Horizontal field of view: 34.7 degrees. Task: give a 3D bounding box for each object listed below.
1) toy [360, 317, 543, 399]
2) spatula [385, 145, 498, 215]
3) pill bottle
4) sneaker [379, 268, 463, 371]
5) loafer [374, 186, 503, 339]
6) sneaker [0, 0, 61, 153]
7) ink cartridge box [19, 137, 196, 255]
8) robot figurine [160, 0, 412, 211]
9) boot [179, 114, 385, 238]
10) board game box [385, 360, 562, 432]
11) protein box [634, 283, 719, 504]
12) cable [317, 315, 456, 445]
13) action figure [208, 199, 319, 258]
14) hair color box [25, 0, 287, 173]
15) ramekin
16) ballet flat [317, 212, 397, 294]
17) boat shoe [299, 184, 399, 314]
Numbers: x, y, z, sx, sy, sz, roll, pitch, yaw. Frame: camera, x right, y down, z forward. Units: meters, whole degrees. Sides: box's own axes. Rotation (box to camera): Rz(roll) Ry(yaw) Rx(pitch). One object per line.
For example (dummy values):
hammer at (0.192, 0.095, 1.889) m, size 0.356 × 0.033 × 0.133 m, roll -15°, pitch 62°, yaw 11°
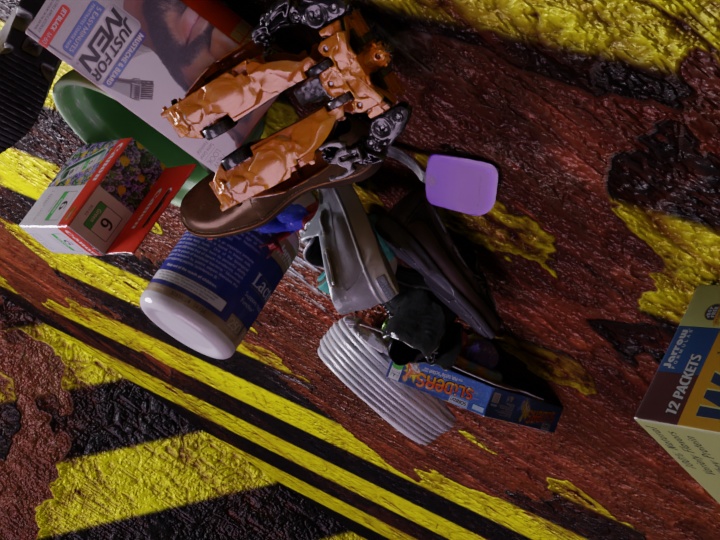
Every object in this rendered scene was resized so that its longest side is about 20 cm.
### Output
toy at (0.109, 0.088, 1.320) m, size 0.200 × 0.047 × 0.115 m, roll 19°, pitch 179°, yaw 39°
spatula at (0.033, -0.100, 1.028) m, size 0.200 × 0.021 × 0.057 m, roll 26°, pitch 134°, yaw 30°
pill bottle at (-0.137, -0.015, 1.236) m, size 0.116 × 0.200 × 0.116 m, roll 28°, pitch 162°, yaw 10°
sneaker at (0.051, 0.055, 1.261) m, size 0.060 × 0.104 × 0.200 m, roll 42°, pitch 159°, yaw -27°
loafer at (0.093, -0.004, 1.124) m, size 0.200 × 0.063 × 0.072 m, roll 44°, pitch 175°, yaw -39°
sneaker at (-0.330, -0.195, 1.116) m, size 0.074 × 0.200 × 0.089 m, roll 34°, pitch -179°, yaw -21°
ink cartridge box at (-0.245, -0.071, 1.101) m, size 0.050 × 0.109 × 0.200 m, roll 42°, pitch 159°, yaw -28°
robot figurine at (-0.054, -0.132, 0.907) m, size 0.200 × 0.058 × 0.145 m, roll -24°, pitch 104°, yaw 28°
boot at (-0.083, -0.089, 1.012) m, size 0.200 × 0.074 × 0.075 m, roll -22°, pitch 161°, yaw 17°
board game box at (0.137, 0.143, 1.347) m, size 0.135 × 0.034 × 0.200 m, roll 19°, pitch 179°, yaw 35°
protein box at (0.366, 0.122, 0.890) m, size 0.199 × 0.135 × 0.200 m, roll 42°, pitch 158°, yaw -29°
cable at (0.034, 0.140, 1.459) m, size 0.200 × 0.069 × 0.200 m, roll 44°, pitch 180°, yaw 0°
action figure at (-0.072, -0.050, 1.160) m, size 0.065 × 0.200 × 0.052 m, roll -33°, pitch 74°, yaw 33°
hair color box at (-0.166, -0.189, 0.980) m, size 0.200 × 0.111 × 0.064 m, roll 35°, pitch -155°, yaw -12°
ramekin at (-0.191, -0.154, 1.134) m, size 0.200 × 0.098 × 0.200 m, roll 29°, pitch 161°, yaw 11°
ballet flat at (0.000, 0.000, 1.252) m, size 0.070 × 0.067 × 0.200 m, roll 45°, pitch 160°, yaw 5°
boat shoe at (-0.023, -0.031, 1.083) m, size 0.201 × 0.071 × 0.070 m, roll -112°, pitch -4°, yaw -53°
